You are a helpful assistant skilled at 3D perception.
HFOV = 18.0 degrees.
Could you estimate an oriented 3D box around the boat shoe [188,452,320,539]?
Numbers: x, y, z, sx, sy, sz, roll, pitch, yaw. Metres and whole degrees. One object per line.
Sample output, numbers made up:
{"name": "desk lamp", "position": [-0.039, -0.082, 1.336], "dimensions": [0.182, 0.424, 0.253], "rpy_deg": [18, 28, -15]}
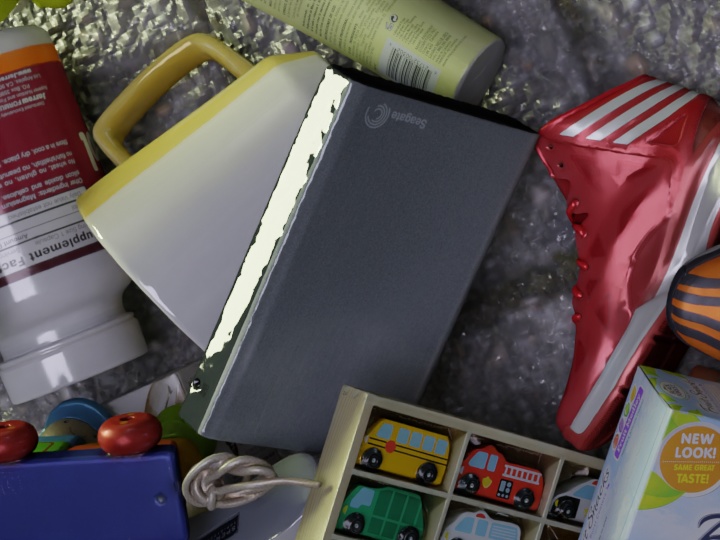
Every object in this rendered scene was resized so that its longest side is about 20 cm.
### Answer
{"name": "boat shoe", "position": [-0.069, 0.168, 1.238], "dimensions": [0.065, 0.074, 0.200], "rpy_deg": [35, 135, -29]}

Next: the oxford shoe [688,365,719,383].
{"name": "oxford shoe", "position": [0.188, 0.156, 1.227], "dimensions": [0.073, 0.071, 0.201], "rpy_deg": [15, 104, 12]}

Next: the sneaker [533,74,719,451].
{"name": "sneaker", "position": [0.132, -0.012, 1.225], "dimensions": [0.115, 0.078, 0.200], "rpy_deg": [31, 97, 22]}

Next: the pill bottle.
{"name": "pill bottle", "position": [-0.198, -0.031, 1.314], "dimensions": [0.113, 0.113, 0.201], "rpy_deg": [-20, 92, 22]}

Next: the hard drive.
{"name": "hard drive", "position": [0.000, 0.000, 1.188], "dimensions": [0.033, 0.139, 0.201], "rpy_deg": [36, 108, 45]}

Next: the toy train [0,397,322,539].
{"name": "toy train", "position": [-0.102, 0.106, 1.222], "dimensions": [0.199, 0.116, 0.085], "rpy_deg": [-5, 104, 15]}

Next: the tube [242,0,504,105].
{"name": "tube", "position": [-0.013, -0.156, 1.261], "dimensions": [0.200, 0.052, 0.058], "rpy_deg": [32, 71, 17]}

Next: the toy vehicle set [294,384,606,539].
{"name": "toy vehicle set", "position": [0.059, 0.144, 1.200], "dimensions": [0.026, 0.200, 0.125], "rpy_deg": [15, 88, 58]}

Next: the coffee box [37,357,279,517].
{"name": "coffee box", "position": [-0.097, 0.162, 1.328], "dimensions": [0.114, 0.080, 0.201], "rpy_deg": [-23, 91, 23]}

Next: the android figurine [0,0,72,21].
{"name": "android figurine", "position": [-0.211, -0.214, 1.287], "dimensions": [0.182, 0.041, 0.200], "rpy_deg": [38, 92, 31]}

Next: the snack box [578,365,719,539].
{"name": "snack box", "position": [0.214, 0.154, 1.170], "dimensions": [0.199, 0.068, 0.169], "rpy_deg": [14, 106, -16]}

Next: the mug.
{"name": "mug", "position": [-0.062, -0.050, 1.241], "dimensions": [0.153, 0.149, 0.187], "rpy_deg": [-44, 86, 3]}

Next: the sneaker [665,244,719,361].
{"name": "sneaker", "position": [0.254, 0.034, 1.127], "dimensions": [0.199, 0.112, 0.078], "rpy_deg": [7, 105, 0]}
